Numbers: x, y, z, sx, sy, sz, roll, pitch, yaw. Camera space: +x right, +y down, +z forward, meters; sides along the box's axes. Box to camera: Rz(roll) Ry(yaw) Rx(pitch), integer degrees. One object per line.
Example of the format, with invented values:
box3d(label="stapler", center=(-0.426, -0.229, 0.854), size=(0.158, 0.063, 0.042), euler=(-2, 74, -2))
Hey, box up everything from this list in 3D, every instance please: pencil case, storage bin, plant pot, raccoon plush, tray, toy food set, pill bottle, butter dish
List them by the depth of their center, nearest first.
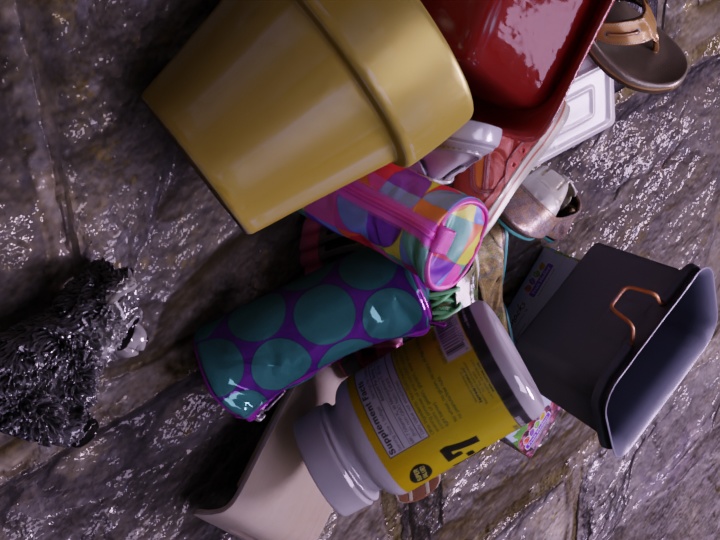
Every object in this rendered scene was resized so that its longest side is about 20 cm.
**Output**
box3d(label="raccoon plush", center=(-0.238, 0.046, 0.974), size=(0.199, 0.096, 0.136), euler=(15, 93, -51))
box3d(label="plant pot", center=(-0.048, -0.133, 1.007), size=(0.188, 0.201, 0.201), euler=(-39, 139, -4))
box3d(label="pencil case", center=(0.005, -0.059, 1.104), size=(0.088, 0.199, 0.089), euler=(-38, 143, -36))
box3d(label="butter dish", center=(0.106, -0.233, 1.147), size=(0.147, 0.200, 0.201), euler=(25, 95, -28))
box3d(label="pencil case", center=(-0.036, 0.049, 1.149), size=(0.198, 0.093, 0.085), euler=(-27, 175, 1))
box3d(label="pill bottle", center=(0.049, 0.122, 1.191), size=(0.199, 0.115, 0.114), euler=(-31, 141, 8))
box3d(label="toy food set", center=(-0.064, 0.157, 1.272), size=(0.143, 0.060, 0.202), euler=(42, 71, -52))
box3d(label="tray", center=(0.170, -0.141, 1.300), size=(0.199, 0.022, 0.108), euler=(-28, 133, -21))
box3d(label="storage bin", center=(0.258, 0.064, 1.425), size=(0.200, 0.133, 0.146), euler=(-49, 143, -21))

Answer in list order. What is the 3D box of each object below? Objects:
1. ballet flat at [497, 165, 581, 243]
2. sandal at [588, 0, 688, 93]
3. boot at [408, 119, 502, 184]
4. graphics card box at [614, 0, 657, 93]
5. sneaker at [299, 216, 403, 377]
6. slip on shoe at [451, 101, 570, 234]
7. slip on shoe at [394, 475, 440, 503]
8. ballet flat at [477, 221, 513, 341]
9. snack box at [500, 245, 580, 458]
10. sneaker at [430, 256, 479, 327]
box3d(label="ballet flat", center=(0.178, -0.070, 1.366), size=(0.067, 0.068, 0.200), euler=(-47, 167, 13))
box3d(label="sandal", center=(0.234, -0.240, 1.275), size=(0.200, 0.054, 0.081), euler=(43, 60, -15))
box3d(label="boot", center=(0.063, -0.077, 1.161), size=(0.073, 0.200, 0.097), euler=(12, 89, -10))
box3d(label="graphics card box", center=(0.217, -0.223, 1.358), size=(0.199, 0.051, 0.127), euler=(-32, 133, -31))
box3d(label="sneaker", center=(0.000, 0.000, 1.243), size=(0.096, 0.078, 0.202), euler=(-66, 149, -57))
box3d(label="slip on shoe", center=(0.106, -0.084, 1.229), size=(0.061, 0.074, 0.201), euler=(34, 95, -14))
box3d(label="slip on shoe", center=(0.048, 0.149, 1.353), size=(0.075, 0.061, 0.201), euler=(-20, 141, -12))
box3d(label="ballet flat", center=(0.116, 0.028, 1.394), size=(0.070, 0.070, 0.202), euler=(-34, 135, -30))
box3d(label="snack box", center=(0.197, 0.092, 1.526), size=(0.201, 0.053, 0.142), euler=(-58, 141, -7))
box3d(label="sneaker", center=(0.085, 0.044, 1.314), size=(0.076, 0.089, 0.201), euler=(-13, 128, 11))
